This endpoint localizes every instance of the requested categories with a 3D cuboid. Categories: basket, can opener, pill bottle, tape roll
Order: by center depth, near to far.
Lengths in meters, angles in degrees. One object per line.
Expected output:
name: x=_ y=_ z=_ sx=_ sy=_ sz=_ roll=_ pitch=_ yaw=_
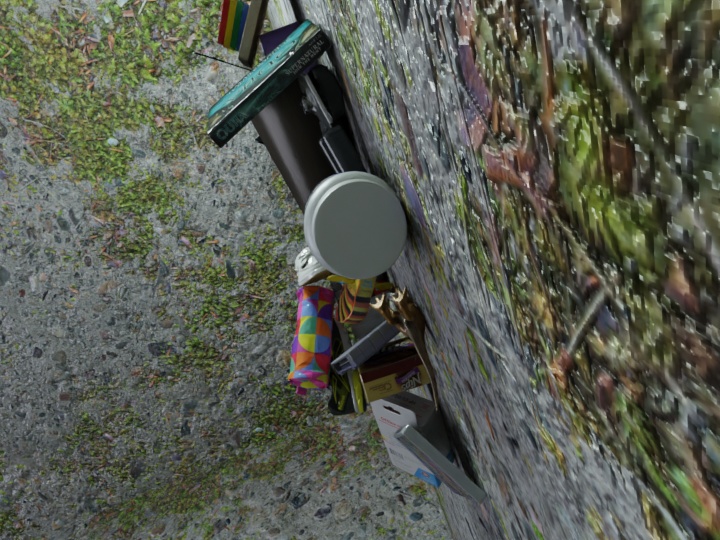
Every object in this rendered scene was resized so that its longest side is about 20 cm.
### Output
pill bottle: x=-0.010 y=-0.056 z=0.598 sx=0.200 sy=0.112 sz=0.116 roll=-124 pitch=13 yaw=-78
can opener: x=-0.022 y=-0.184 z=0.711 sx=0.202 sy=0.066 sz=0.053 roll=60 pitch=167 yaw=-8
basket: x=-0.078 y=-0.192 z=0.829 sx=0.179 sy=0.135 sz=0.203 roll=5 pitch=123 yaw=58
tape roll: x=-0.129 y=-0.378 z=1.038 sx=0.200 sy=0.083 sz=0.204 roll=159 pitch=91 yaw=-88
pill bottle: x=-0.002 y=0.028 z=1.072 sx=0.116 sy=0.114 sz=0.204 roll=100 pitch=149 yaw=-85

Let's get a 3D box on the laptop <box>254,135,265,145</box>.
laptop: x=-0.110 y=-0.178 z=0.996 sx=0.178 sy=0.101 sz=0.203 roll=-103 pitch=-7 yaw=-70

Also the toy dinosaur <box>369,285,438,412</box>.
toy dinosaur: x=0.071 y=0.075 z=0.708 sx=0.106 sy=0.060 sz=0.202 roll=43 pitch=-161 yaw=-33

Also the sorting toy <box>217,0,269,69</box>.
sorting toy: x=-0.214 y=-0.495 z=0.966 sx=0.200 sy=0.068 sz=0.203 roll=-118 pitch=44 yaw=-71

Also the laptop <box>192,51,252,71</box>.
laptop: x=-0.210 y=-0.322 z=0.977 sx=0.188 sy=0.114 sz=0.203 roll=-115 pitch=5 yaw=-68

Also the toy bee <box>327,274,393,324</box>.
toy bee: x=0.000 y=0.000 z=0.926 sx=0.108 sy=0.129 sz=0.205 roll=9 pitch=111 yaw=59

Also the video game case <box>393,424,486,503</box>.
video game case: x=0.115 y=0.301 z=0.815 sx=0.143 sy=0.018 sz=0.201 roll=40 pitch=166 yaw=12

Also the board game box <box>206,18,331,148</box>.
board game box: x=-0.132 y=-0.263 z=0.718 sx=0.028 sy=0.199 sz=0.136 roll=45 pitch=-170 yaw=-31

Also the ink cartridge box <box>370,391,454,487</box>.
ink cartridge box: x=0.095 y=0.293 z=0.966 sx=0.114 sy=0.068 sz=0.203 roll=11 pitch=131 yaw=41

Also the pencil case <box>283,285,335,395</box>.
pencil case: x=-0.095 y=0.132 z=1.010 sx=0.089 sy=0.086 sz=0.204 roll=74 pitch=-161 yaw=-63

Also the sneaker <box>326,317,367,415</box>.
sneaker: x=-0.048 y=0.190 z=1.033 sx=0.075 sy=0.083 sz=0.203 roll=78 pitch=176 yaw=-60

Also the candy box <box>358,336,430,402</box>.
candy box: x=0.054 y=0.178 z=0.964 sx=0.200 sy=0.114 sz=0.058 roll=168 pitch=85 yaw=-87

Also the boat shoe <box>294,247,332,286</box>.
boat shoe: x=-0.100 y=-0.010 z=1.023 sx=0.200 sy=0.070 sz=0.071 roll=163 pitch=89 yaw=-73

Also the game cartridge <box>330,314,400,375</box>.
game cartridge: x=0.017 y=0.126 z=0.898 sx=0.039 sy=0.128 sz=0.200 roll=55 pitch=163 yaw=6
